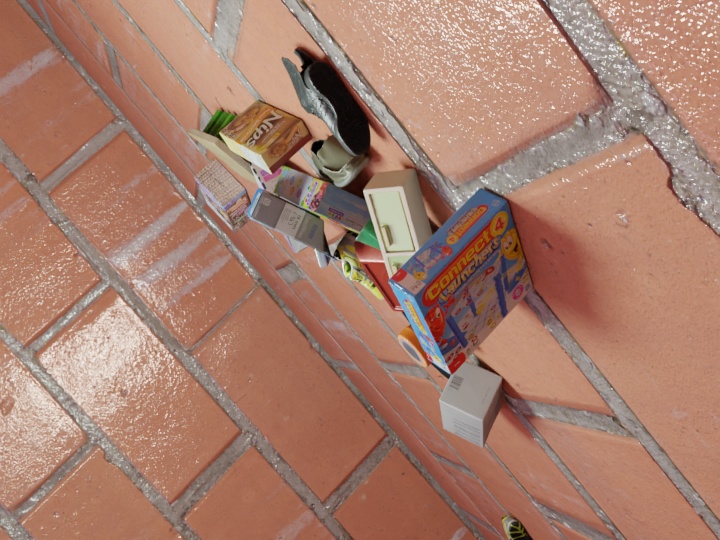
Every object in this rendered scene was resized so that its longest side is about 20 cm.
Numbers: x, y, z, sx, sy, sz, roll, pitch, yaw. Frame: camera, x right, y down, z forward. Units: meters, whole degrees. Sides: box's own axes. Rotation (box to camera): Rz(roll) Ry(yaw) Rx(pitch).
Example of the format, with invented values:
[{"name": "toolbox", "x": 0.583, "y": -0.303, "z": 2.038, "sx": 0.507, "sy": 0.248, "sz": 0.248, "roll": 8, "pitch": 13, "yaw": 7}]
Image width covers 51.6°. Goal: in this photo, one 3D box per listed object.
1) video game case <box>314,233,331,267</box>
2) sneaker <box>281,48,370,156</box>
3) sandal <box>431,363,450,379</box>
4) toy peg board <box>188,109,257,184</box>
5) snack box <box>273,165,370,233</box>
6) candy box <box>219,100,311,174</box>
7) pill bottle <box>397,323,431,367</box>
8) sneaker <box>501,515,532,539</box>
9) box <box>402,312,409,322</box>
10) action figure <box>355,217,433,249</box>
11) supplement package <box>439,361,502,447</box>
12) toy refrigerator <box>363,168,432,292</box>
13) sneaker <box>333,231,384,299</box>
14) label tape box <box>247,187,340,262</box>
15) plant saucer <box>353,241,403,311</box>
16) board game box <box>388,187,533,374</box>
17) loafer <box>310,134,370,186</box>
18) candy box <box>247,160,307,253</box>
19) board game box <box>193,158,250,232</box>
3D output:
[{"name": "video game case", "x": -0.104, "y": -0.106, "z": 1.686, "sx": 0.200, "sy": 0.022, "sz": 0.186, "roll": -92, "pitch": -14, "yaw": -84}, {"name": "sneaker", "x": -0.058, "y": -0.281, "z": 1.248, "sx": 0.202, "sy": 0.060, "sz": 0.104, "roll": 58, "pitch": 163, "yaw": -16}, {"name": "sandal", "x": 0.230, "y": 0.243, "z": 1.840, "sx": 0.199, "sy": 0.048, "sz": 0.075, "roll": 37, "pitch": 166, "yaw": -6}, {"name": "toy peg board", "x": -0.312, "y": -0.320, "z": 1.920, "sx": 0.198, "sy": 0.099, "sz": 0.199, "roll": 38, "pitch": 175, "yaw": -35}, {"name": "snack box", "x": -0.058, "y": -0.135, "z": 1.492, "sx": 0.167, "sy": 0.069, "sz": 0.199, "roll": 23, "pitch": -175, "yaw": -34}, {"name": "candy box", "x": -0.202, "y": -0.284, "z": 1.566, "sx": 0.199, "sy": 0.115, "sz": 0.056, "roll": 33, "pitch": 162, "yaw": 48}, {"name": "pill bottle", "x": 0.152, "y": 0.067, "z": 1.236, "sx": 0.106, "sy": 0.200, "sz": 0.106, "roll": 44, "pitch": 167, "yaw": 13}, {"name": "sneaker", "x": 0.577, "y": 0.974, "z": 2.734, "sx": 0.076, "sy": 0.075, "sz": 0.202, "roll": 38, "pitch": 155, "yaw": 61}, {"name": "box", "x": 0.144, "y": 0.093, "z": 1.672, "sx": 0.194, "sy": 0.047, "sz": 0.199, "roll": 56, "pitch": 166, "yaw": -18}, {"name": "action figure", "x": 0.104, "y": -0.043, "z": 1.344, "sx": 0.199, "sy": 0.119, "sz": 0.055, "roll": 38, "pitch": -168, "yaw": 3}, {"name": "supplement package", "x": 0.255, "y": 0.309, "z": 1.715, "sx": 0.108, "sy": 0.115, "sz": 0.201, "roll": 22, "pitch": 155, "yaw": 20}, {"name": "toy refrigerator", "x": 0.073, "y": -0.062, "z": 1.257, "sx": 0.075, "sy": 0.070, "sz": 0.203, "roll": -2, "pitch": 122, "yaw": 28}, {"name": "sneaker", "x": 0.000, "y": 0.000, "z": 1.772, "sx": 0.075, "sy": 0.076, "sz": 0.201, "roll": 24, "pitch": 154, "yaw": 56}, {"name": "label tape box", "x": -0.125, "y": -0.094, "z": 1.499, "sx": 0.197, "sy": 0.064, "sz": 0.144, "roll": 25, "pitch": -177, "yaw": -14}, {"name": "plant saucer", "x": 0.097, "y": 0.023, "z": 1.483, "sx": 0.198, "sy": 0.037, "sz": 0.201, "roll": 3, "pitch": 140, "yaw": 41}, {"name": "board game box", "x": 0.155, "y": 0.020, "z": 1.099, "sx": 0.056, "sy": 0.200, "sz": 0.197, "roll": 32, "pitch": 161, "yaw": 42}, {"name": "loafer", "x": -0.048, "y": -0.207, "z": 1.379, "sx": 0.070, "sy": 0.075, "sz": 0.199, "roll": 49, "pitch": 168, "yaw": -24}, {"name": "candy box", "x": -0.188, "y": -0.170, "z": 1.802, "sx": 0.201, "sy": 0.071, "sz": 0.169, "roll": 55, "pitch": 169, "yaw": 47}, {"name": "board game box", "x": -0.455, "y": -0.249, "z": 2.509, "sx": 0.159, "sy": 0.097, "sz": 0.201, "roll": 44, "pitch": 166, "yaw": 16}]
